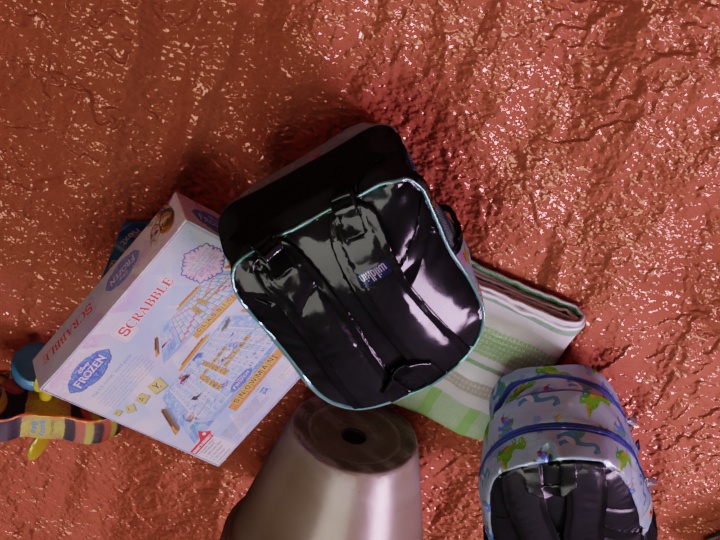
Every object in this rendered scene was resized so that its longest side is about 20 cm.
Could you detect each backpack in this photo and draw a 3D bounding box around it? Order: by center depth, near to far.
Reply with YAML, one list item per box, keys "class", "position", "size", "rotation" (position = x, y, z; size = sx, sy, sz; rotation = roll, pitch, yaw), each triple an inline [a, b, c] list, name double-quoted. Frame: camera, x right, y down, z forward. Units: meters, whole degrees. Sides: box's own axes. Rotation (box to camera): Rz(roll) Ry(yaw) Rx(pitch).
- class: "backpack"
  position: [0.000, 0.000, 1.602]
  size: [0.175, 0.154, 0.201]
  rotation: [-30, 119, 7]
- class: "backpack"
  position: [0.171, 0.170, 1.769]
  size: [0.161, 0.155, 0.200]
  rotation: [-2, 164, 14]

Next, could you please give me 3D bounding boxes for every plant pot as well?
- class: "plant pot"
  position: [-0.022, 0.215, 1.851]
  size: [0.198, 0.201, 0.175]
  rotation: [14, 123, 1]

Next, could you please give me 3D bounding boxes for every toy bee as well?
- class: "toy bee"
  position: [-0.310, 0.129, 1.877]
  size: [0.198, 0.109, 0.132]
  rotation: [0, 137, 15]

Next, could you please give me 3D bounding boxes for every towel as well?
- class: "towel"
  position: [0.088, 0.072, 1.765]
  size: [0.148, 0.031, 0.201]
  rotation: [23, 138, -7]

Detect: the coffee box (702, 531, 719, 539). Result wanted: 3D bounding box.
- class: "coffee box"
  position: [0.416, 0.258, 1.853]
  size: [0.123, 0.044, 0.199]
  rotation: [39, 133, -23]

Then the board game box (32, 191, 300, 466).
- class: "board game box"
  position: [-0.135, 0.054, 1.711]
  size: [0.199, 0.041, 0.200]
  rotation: [28, 113, -37]

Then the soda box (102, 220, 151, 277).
- class: "soda box"
  position: [-0.157, 0.050, 1.787]
  size: [0.063, 0.068, 0.201]
  rotation: [-1, 135, 18]
